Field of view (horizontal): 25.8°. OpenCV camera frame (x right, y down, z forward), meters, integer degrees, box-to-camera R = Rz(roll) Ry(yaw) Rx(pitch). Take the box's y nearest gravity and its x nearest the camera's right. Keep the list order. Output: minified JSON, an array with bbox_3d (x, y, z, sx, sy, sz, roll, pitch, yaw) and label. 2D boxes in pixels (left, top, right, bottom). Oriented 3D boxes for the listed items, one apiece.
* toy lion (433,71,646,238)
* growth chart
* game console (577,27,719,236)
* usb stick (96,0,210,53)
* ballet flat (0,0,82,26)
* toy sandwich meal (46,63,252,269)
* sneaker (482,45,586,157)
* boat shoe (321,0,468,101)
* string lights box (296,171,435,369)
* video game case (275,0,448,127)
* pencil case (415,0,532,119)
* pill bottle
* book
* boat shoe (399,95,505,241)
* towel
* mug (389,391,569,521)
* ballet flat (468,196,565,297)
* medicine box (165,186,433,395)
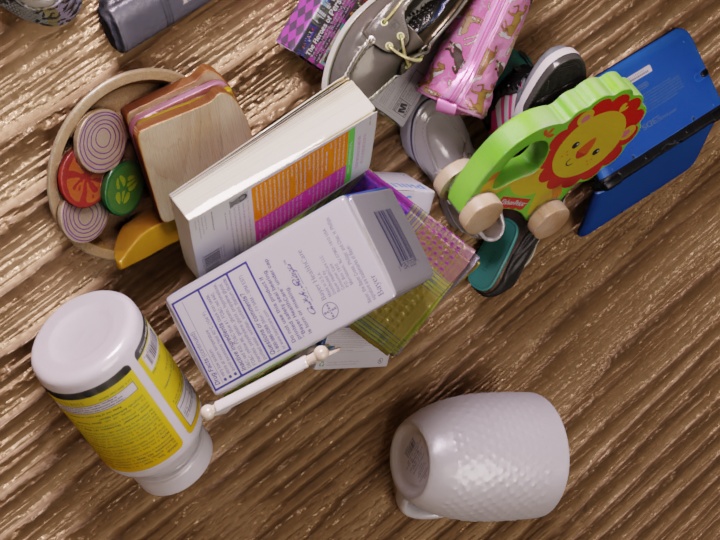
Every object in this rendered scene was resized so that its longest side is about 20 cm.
[{"bbox_3d":[0.195,-0.123,1.591,0.199,0.069,0.192,1,136,-50],"label":"toy lion"},{"bbox_3d":[-0.084,0.101,1.446,0.144,0.200,0.018,-28,89,-3],"label":"growth chart"},{"bbox_3d":[0.318,-0.161,1.850,0.199,0.118,0.172,-31,99,-23],"label":"game console"},{"bbox_3d":[-0.146,-0.261,1.398,0.199,0.033,0.056,-35,131,-20],"label":"usb stick"},{"bbox_3d":[-0.284,-0.258,1.261,0.072,0.072,0.200,-49,135,-6],"label":"ballet flat"},{"bbox_3d":[-0.187,-0.091,1.431,0.203,0.070,0.207,-20,124,-31],"label":"toy sandwich meal"},{"bbox_3d":[0.166,-0.197,1.628,0.083,0.122,0.201,-20,156,-21],"label":"sneaker"},{"bbox_3d":[0.040,-0.232,1.497,0.202,0.060,0.072,-52,135,-5],"label":"boat shoe"},{"bbox_3d":[0.000,0.000,1.645,0.102,0.059,0.202,1,112,-40],"label":"string lights box"},{"bbox_3d":[0.032,-0.266,1.540,0.181,0.036,0.201,28,94,-46],"label":"video game case"},{"bbox_3d":[0.126,-0.247,1.549,0.086,0.083,0.202,11,107,-51],"label":"pencil case"},{"bbox_3d":[-0.219,0.123,1.493,0.112,0.112,0.201,-41,133,-14],"label":"pill bottle"},{"bbox_3d":[-0.078,-0.078,1.447,0.199,0.048,0.134,-34,160,-15],"label":"book"},{"bbox_3d":[0.105,-0.105,1.667,0.071,0.070,0.201,-40,133,-15],"label":"boat shoe"},{"bbox_3d":[0.005,-0.019,1.573,0.199,0.023,0.144,37,105,-11],"label":"towel"},{"bbox_3d":[0.118,0.231,1.828,0.174,0.149,0.200,2,143,-31],"label":"mug"},{"bbox_3d":[0.186,-0.060,1.769,0.068,0.068,0.201,7,119,-52],"label":"ballet flat"},{"bbox_3d":[-0.052,0.015,1.466,0.199,0.104,0.182,-28,179,14],"label":"medicine box"}]
